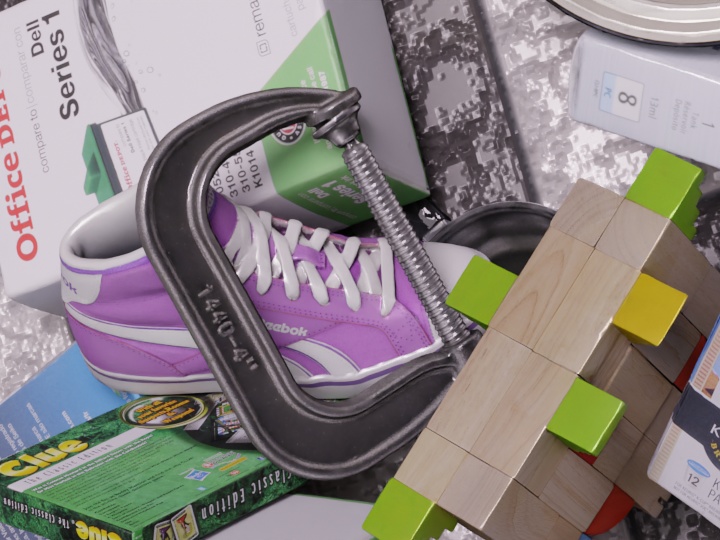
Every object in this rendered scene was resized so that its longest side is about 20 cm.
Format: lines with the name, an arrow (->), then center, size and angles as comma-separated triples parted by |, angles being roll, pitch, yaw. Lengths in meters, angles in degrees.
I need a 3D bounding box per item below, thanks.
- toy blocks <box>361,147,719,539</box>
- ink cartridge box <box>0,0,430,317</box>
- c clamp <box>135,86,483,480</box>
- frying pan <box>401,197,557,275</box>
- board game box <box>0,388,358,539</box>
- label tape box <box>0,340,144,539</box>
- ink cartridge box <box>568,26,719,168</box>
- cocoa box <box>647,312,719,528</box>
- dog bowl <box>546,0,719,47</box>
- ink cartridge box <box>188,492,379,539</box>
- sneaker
toy blocks -> 0.101, 0.058, 1.198 | 0.100, 0.137, 0.200 | 28, 83, 35
ink cartridge box -> -0.085, -0.076, 1.324 | 0.200, 0.084, 0.146 | -21, 73, 21
c clamp -> 0.000, 0.000, 1.219 | 0.171, 0.027, 0.200 | -37, 102, -15
frying pan -> 0.041, 0.010, 1.308 | 0.190, 0.031, 0.115 | 28, 93, 30
board game box -> -0.069, 0.079, 1.248 | 0.105, 0.200, 0.023 | 17, 118, 38
label tape box -> -0.150, 0.142, 1.350 | 0.200, 0.066, 0.143 | -39, 74, 15
ink cartridge box -> 0.212, -0.086, 1.187 | 0.200, 0.160, 0.047 | 19, 125, 22
cocoa box -> 0.249, 0.068, 1.148 | 0.200, 0.133, 0.131 | 36, 130, 20
dog bowl -> 0.139, -0.196, 1.141 | 0.200, 0.074, 0.200 | 3, 102, 12
ink cartridge box -> -0.045, 0.205, 1.226 | 0.145, 0.087, 0.200 | 4, 109, 35
sneaker -> -0.037, 0.001, 1.244 | 0.200, 0.114, 0.073 | -8, 50, 2
